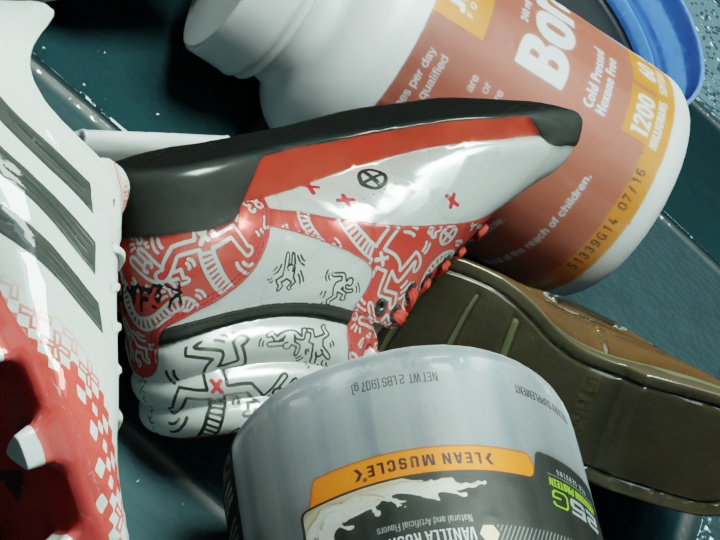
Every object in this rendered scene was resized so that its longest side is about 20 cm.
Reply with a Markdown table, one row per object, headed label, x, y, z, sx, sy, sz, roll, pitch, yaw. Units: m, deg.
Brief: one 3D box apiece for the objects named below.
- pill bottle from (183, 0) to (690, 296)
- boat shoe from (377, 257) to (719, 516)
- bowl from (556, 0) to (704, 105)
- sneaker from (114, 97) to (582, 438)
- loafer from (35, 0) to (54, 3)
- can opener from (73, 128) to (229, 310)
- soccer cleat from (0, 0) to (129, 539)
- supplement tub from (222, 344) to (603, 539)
| label | x | y | z | sx | sy | sz | roll | pitch | yaw |
| --- | --- | --- | --- | --- | --- | --- | --- | --- | --- |
| pill bottle | 0.031 | -0.080 | 0.875 | 0.200 | 0.112 | 0.112 | 30 | 38 | -21 |
| boat shoe | 0.066 | 0.043 | 0.838 | 0.200 | 0.072 | 0.068 | 27 | 8 | -11 |
| bowl | 0.089 | -0.146 | 1.065 | 0.200 | 0.039 | 0.201 | 27 | 39 | -24 |
| sneaker | -0.001 | 0.000 | 0.757 | 0.201 | 0.067 | 0.108 | -14 | 105 | -36 |
| loafer | -0.146 | -0.135 | 0.808 | 0.200 | 0.072 | 0.063 | -1 | 11 | -43 |
| can opener | -0.119 | -0.020 | 0.714 | 0.200 | 0.053 | 0.067 | -2 | 57 | -45 |
| soccer cleat | -0.101 | 0.007 | 0.653 | 0.085 | 0.069 | 0.201 | -20 | 89 | -41 |
| supplement tub | 0.027 | 0.134 | 0.648 | 0.122 | 0.123 | 0.200 | 18 | 43 | -33 |
